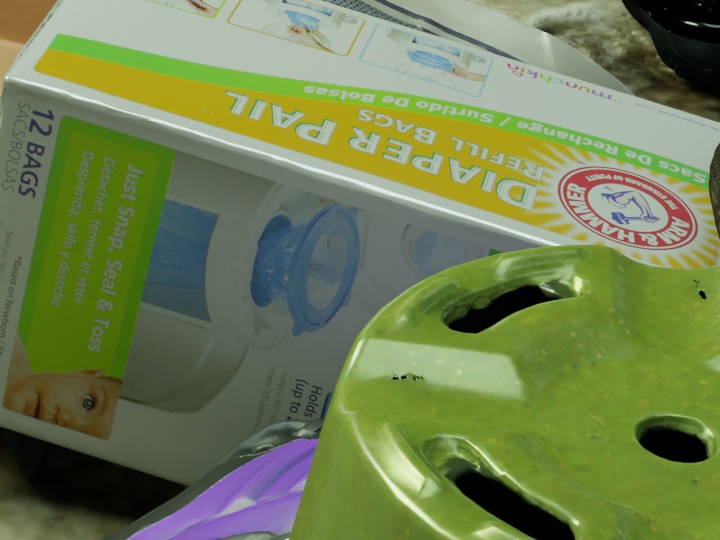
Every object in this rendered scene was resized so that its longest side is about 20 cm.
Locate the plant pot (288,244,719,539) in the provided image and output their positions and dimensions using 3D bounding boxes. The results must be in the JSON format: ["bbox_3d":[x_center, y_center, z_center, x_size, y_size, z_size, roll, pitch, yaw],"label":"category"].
[{"bbox_3d":[0.046,0.105,0.507,0.200,0.190,0.200,5,31,-3],"label":"plant pot"}]

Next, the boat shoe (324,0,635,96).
[{"bbox_3d":[0.003,-0.049,0.882,0.200,0.093,0.075,24,-17,-20],"label":"boat shoe"}]

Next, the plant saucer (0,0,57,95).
[{"bbox_3d":[-0.111,-0.094,0.941,0.200,0.038,0.200,11,26,-5],"label":"plant saucer"}]

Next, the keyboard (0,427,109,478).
[{"bbox_3d":[-0.120,0.001,0.816,0.127,0.021,0.200,-7,32,-23],"label":"keyboard"}]

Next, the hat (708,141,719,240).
[{"bbox_3d":[0.136,-0.001,0.652,0.081,0.201,0.201,-30,34,5],"label":"hat"}]

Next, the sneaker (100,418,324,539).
[{"bbox_3d":[0.012,0.062,0.658,0.200,0.070,0.100,-18,22,-7],"label":"sneaker"}]

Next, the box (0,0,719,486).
[{"bbox_3d":[0.000,0.000,0.733,0.200,0.113,0.101,18,30,2],"label":"box"}]

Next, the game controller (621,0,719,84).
[{"bbox_3d":[0.203,-0.103,1.041,0.200,0.042,0.104,0,31,-13],"label":"game controller"}]
